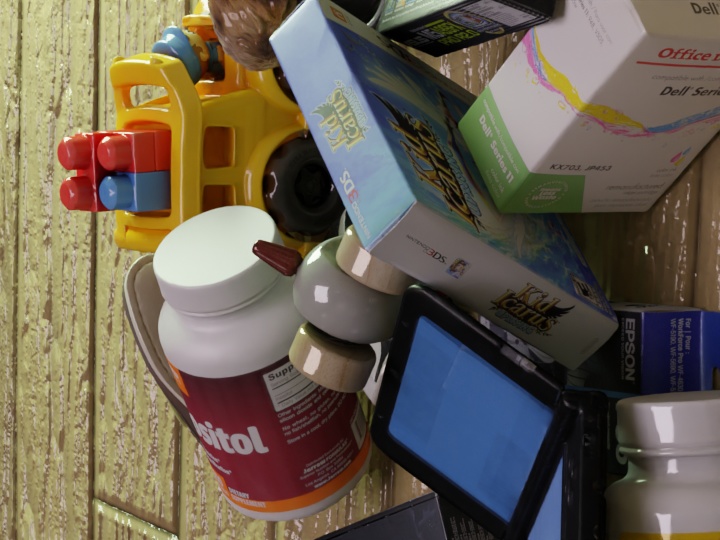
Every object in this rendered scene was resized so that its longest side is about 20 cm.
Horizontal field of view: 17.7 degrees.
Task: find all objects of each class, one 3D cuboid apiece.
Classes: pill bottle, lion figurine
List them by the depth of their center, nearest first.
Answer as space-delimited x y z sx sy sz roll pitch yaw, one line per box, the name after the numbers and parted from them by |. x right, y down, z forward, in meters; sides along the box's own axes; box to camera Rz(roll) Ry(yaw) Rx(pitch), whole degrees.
0.186 0.169 1.259 0.111 0.111 0.202 -3 91 55 | pill bottle
-0.039 -0.218 1.451 0.200 0.072 0.123 -38 70 45 | lion figurine
-0.069 0.061 1.546 0.113 0.113 0.201 34 150 49 | pill bottle

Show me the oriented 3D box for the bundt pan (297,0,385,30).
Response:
0.002 -0.241 1.513 0.201 0.075 0.204 9 101 54 | bundt pan

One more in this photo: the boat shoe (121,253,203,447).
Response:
-0.111 0.079 1.664 0.201 0.072 0.059 53 154 -9 | boat shoe

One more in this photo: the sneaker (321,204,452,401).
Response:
0.035 0.014 1.493 0.200 0.073 0.112 57 137 37 | sneaker

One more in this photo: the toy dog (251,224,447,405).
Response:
0.000 0.000 1.373 0.096 0.200 0.132 33 91 13 | toy dog

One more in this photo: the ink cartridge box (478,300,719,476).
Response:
0.143 0.068 1.375 0.199 0.039 0.100 2 94 54 | ink cartridge box

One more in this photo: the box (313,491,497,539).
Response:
0.045 0.257 1.529 0.160 0.043 0.202 -28 71 53 | box

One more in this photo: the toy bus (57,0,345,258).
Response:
-0.117 -0.101 1.601 0.135 0.191 0.202 7 97 56 | toy bus

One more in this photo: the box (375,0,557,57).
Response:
0.078 -0.213 1.323 0.200 0.044 0.162 179 108 -74 | box

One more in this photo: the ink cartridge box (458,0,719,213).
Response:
0.155 -0.116 1.269 0.200 0.116 0.068 -53 50 44 | ink cartridge box

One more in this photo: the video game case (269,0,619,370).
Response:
0.048 -0.054 1.345 0.045 0.181 0.201 -45 42 20 | video game case

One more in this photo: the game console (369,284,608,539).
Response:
0.065 0.134 1.292 0.200 0.115 0.177 101 174 -60 | game console
